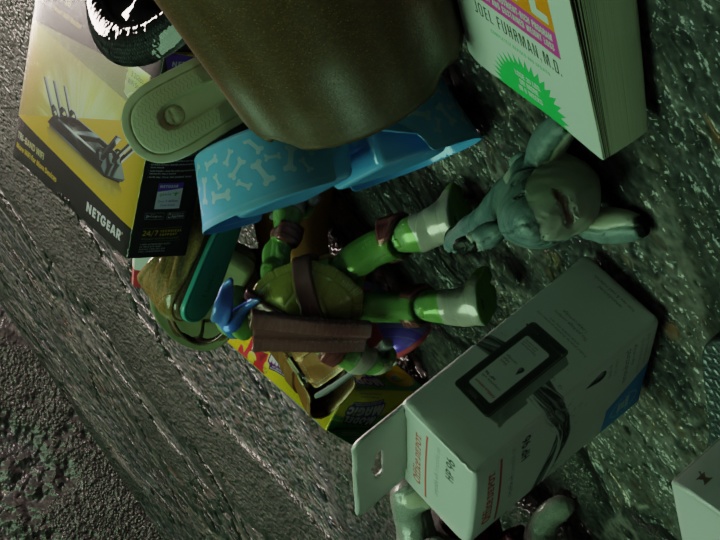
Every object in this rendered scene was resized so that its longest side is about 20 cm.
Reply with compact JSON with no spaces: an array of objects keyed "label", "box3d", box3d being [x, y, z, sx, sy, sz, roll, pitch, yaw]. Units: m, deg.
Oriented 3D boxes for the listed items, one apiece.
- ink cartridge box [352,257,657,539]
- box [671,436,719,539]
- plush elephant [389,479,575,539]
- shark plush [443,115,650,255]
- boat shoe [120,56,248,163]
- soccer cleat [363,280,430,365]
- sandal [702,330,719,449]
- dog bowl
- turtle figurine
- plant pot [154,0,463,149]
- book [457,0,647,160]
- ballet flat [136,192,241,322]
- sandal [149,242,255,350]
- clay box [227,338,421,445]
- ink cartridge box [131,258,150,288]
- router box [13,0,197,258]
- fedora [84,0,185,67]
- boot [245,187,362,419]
[{"label":"ink cartridge box","box3d":[0.091,0.096,1.140,0.068,0.200,0.116,44,160,24]},{"label":"box","box3d":[0.261,0.165,1.003,0.097,0.124,0.200,36,155,41]},{"label":"plush elephant","box3d":[0.116,0.237,1.467,0.165,0.155,0.200,-27,-61,-71]},{"label":"shark plush","box3d":[0.088,-0.041,1.108,0.091,0.083,0.200,59,161,-17]},{"label":"boat shoe","box3d":[-0.059,-0.125,1.157,0.068,0.200,0.072,148,100,-86]},{"label":"soccer cleat","box3d":[-0.010,0.027,1.496,0.077,0.067,0.200,58,165,-23]},{"label":"sandal","box3d":[0.246,0.112,1.091,0.076,0.043,0.200,31,143,33]},{"label":"dog bowl","box3d":[-0.017,-0.076,1.141,0.111,0.200,0.050,-24,85,60]},{"label":"turtle figurine","box3d":[0.000,0.000,1.299,0.200,0.194,0.144,25,-123,-63]},{"label":"plant pot","box3d":[-0.040,-0.189,1.012,0.200,0.200,0.198,35,163,43]},{"label":"book","box3d":[0.089,-0.170,0.949,0.134,0.048,0.200,43,161,41]},{"label":"ballet flat","box3d":[-0.107,-0.058,1.330,0.072,0.200,0.068,31,-175,25]},{"label":"sandal","box3d":[-0.134,0.028,1.464,0.080,0.057,0.201,10,157,-6]},{"label":"clay box","box3d":[-0.028,0.085,1.575,0.115,0.048,0.200,6,-155,-49]},{"label":"ink cartridge box","box3d":[-0.141,-0.082,1.471,0.200,0.083,0.147,111,165,-69]},{"label":"router box","box3d":[-0.183,-0.120,1.316,0.200,0.052,0.157,36,121,46]},{"label":"fedora","box3d":[-0.102,-0.211,1.199,0.092,0.201,0.201,25,180,-35]},{"label":"boot","box3d":[-0.036,0.011,1.424,0.200,0.074,0.155,105,146,-53]}]
